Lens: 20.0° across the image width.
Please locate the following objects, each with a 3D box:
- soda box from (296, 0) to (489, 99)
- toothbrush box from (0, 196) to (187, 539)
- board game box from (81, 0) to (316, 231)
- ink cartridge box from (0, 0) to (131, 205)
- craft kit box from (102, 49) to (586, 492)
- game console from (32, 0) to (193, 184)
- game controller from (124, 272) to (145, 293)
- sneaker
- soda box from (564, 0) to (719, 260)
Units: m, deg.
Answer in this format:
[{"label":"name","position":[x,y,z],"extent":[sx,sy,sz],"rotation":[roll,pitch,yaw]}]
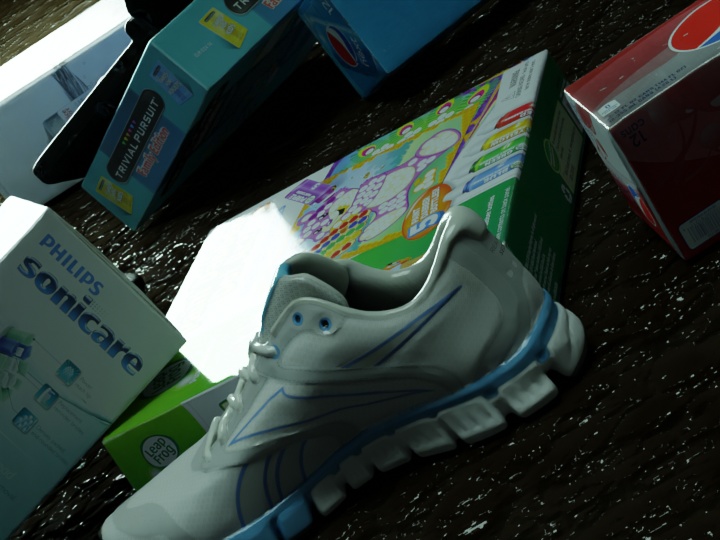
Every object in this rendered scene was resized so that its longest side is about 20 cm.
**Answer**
[{"label":"soda box","position":[0.062,-0.190,1.193],"extent":[0.200,0.068,0.064],"rotation":[-40,1,-16]},{"label":"toothbrush box","position":[-0.181,0.069,0.887],"extent":[0.200,0.085,0.146],"rotation":[-47,14,-7]},{"label":"board game box","position":[-0.077,-0.135,1.251],"extent":[0.200,0.047,0.151],"rotation":[-49,-4,-39]},{"label":"ink cartridge box","position":[-0.184,-0.140,1.484],"extent":[0.199,0.085,0.146],"rotation":[-30,19,7]},{"label":"craft kit box","position":[0.000,0.000,0.889],"extent":[0.197,0.049,0.200],"rotation":[-30,19,22]},{"label":"game console","position":[-0.159,-0.160,1.301],"extent":[0.176,0.116,0.200],"rotation":[-49,-3,11]},{"label":"game controller","position":[-0.196,0.036,1.132],"extent":[0.104,0.042,0.199],"rotation":[-45,22,-29]},{"label":"sneaker","position":[-0.022,0.041,0.754],"extent":[0.199,0.087,0.075],"rotation":[-32,20,12]},{"label":"soda box","position":[0.180,-0.091,0.770],"extent":[0.199,0.064,0.070],"rotation":[-33,19,2]}]
